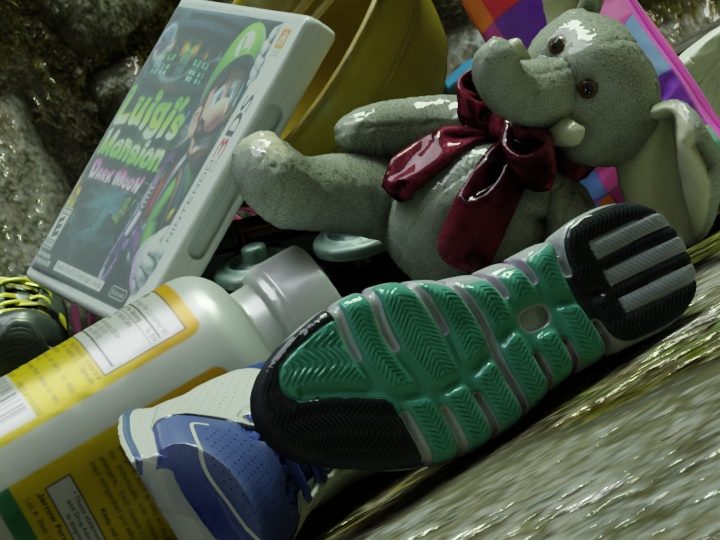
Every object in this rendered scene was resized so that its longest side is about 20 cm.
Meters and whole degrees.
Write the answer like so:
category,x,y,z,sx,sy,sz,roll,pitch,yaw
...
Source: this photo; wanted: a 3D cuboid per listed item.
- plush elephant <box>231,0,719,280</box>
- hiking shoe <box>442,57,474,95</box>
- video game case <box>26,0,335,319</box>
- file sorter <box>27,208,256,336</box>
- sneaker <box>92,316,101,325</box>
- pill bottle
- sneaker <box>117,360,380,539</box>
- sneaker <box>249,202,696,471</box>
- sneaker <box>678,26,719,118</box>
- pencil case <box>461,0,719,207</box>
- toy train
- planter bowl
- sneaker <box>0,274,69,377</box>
category,x,y,z,sx,sy,sz,roll,pitch,yaw
plush elephant,0.075,-0.056,1.307,0.200,0.165,0.155,-4,-49,-43
hiking shoe,0.051,-0.065,1.565,0.200,0.074,0.087,-25,21,50
video game case,-0.100,-0.058,1.498,0.182,0.023,0.200,-60,23,-4
file sorter,-0.118,0.028,1.705,0.139,0.126,0.200,-4,-5,-17
sneaker,-0.057,0.041,1.536,0.199,0.079,0.089,-11,21,4
pill bottle,-0.095,0.073,1.316,0.200,0.113,0.113,-31,3,-11
sneaker,-0.024,0.060,1.163,0.115,0.081,0.199,-31,1,9
sneaker,0.040,0.039,1.139,0.200,0.075,0.088,-19,-12,-25
sneaker,0.201,-0.104,1.743,0.200,0.077,0.111,-36,12,0
pencil case,0.115,-0.106,1.425,0.088,0.200,0.088,-32,-4,-2
toy train,0.000,0.000,1.456,0.199,0.085,0.114,-15,21,-2
planter bowl,-0.012,-0.102,1.511,0.200,0.083,0.201,-44,28,30
sneaker,-0.199,0.038,1.594,0.074,0.085,0.200,6,-13,-10
